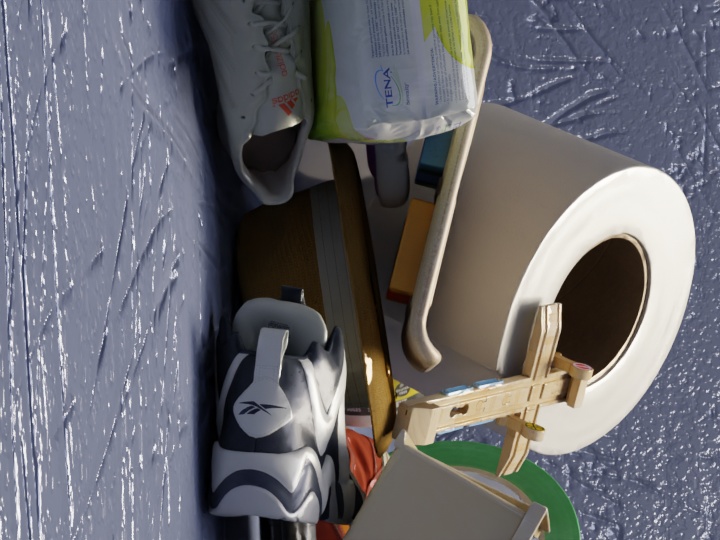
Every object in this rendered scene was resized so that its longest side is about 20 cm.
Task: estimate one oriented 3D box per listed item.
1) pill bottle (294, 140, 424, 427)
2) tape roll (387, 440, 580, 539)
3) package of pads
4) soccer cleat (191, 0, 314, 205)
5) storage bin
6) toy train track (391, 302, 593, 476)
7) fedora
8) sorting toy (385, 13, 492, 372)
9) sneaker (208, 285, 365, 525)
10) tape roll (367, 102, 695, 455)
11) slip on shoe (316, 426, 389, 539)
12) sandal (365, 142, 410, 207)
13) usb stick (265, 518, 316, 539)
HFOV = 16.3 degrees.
[{"bbox_3d":[0.000,0.000,1.747,0.112,0.111,0.201,-86,171,-56],"label":"pill bottle"},{"bbox_3d":[0.062,0.213,1.834,0.201,0.199,0.048,-88,173,-47],"label":"tape roll"},{"bbox_3d":[0.006,-0.147,1.394,0.200,0.068,0.155,-178,-100,-79],"label":"package of pads"},{"bbox_3d":[-0.054,-0.121,1.388,0.200,0.069,0.078,86,-14,-52],"label":"soccer cleat"},{"bbox_3d":[0.020,0.208,1.439,0.201,0.093,0.199,-60,170,-6],"label":"storage bin"},{"bbox_3d":[0.091,0.084,1.543,0.200,0.032,0.115,-8,116,-52],"label":"toy train track"},{"bbox_3d":[-0.029,0.018,1.517,0.201,0.081,0.202,-9,90,-88],"label":"fedora"},{"bbox_3d":[0.043,-0.042,1.503,0.185,0.036,0.201,101,-1,-86],"label":"sorting toy"},{"bbox_3d":[-0.038,0.076,1.421,0.199,0.079,0.130,22,74,-74],"label":"sneaker"},{"bbox_3d":[0.108,0.004,1.672,0.202,0.139,0.204,-26,128,-38],"label":"tape roll"},{"bbox_3d":[-0.023,0.190,1.709,0.061,0.074,0.201,40,42,-34],"label":"slip on shoe"},{"bbox_3d":[-0.003,-0.138,1.534,0.082,0.049,0.204,79,3,-82],"label":"sandal"},{"bbox_3d":[-0.045,0.116,1.600,0.055,0.032,0.201,33,54,-83],"label":"usb stick"}]
